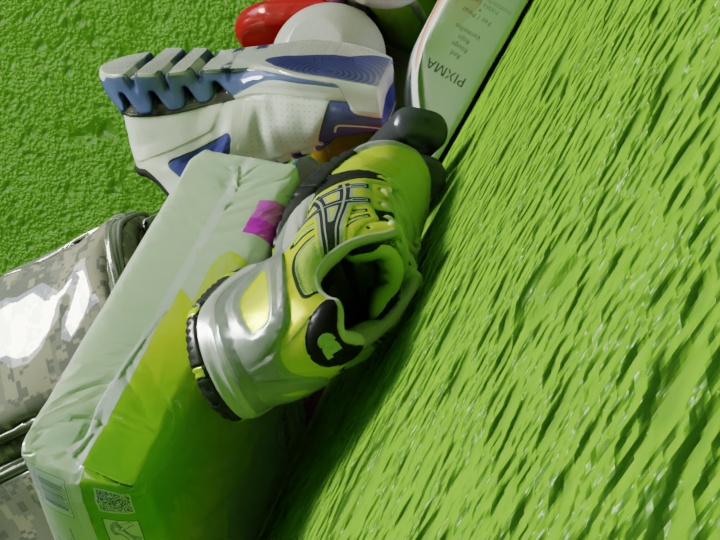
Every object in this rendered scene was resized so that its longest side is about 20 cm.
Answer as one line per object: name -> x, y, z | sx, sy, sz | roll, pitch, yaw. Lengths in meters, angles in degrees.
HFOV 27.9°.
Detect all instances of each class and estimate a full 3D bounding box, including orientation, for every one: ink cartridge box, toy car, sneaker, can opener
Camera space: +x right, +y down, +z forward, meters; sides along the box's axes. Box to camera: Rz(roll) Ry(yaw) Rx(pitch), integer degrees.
ink cartridge box -> 0.038, -0.109, 0.920 | 0.201, 0.050, 0.162 | -58, 4, 4
toy car -> -0.013, -0.183, 1.065 | 0.201, 0.149, 0.175 | -61, -22, -4
sneaker -> 0.000, 0.000, 0.657 | 0.076, 0.076, 0.200 | -14, 25, 31
can opener -> -0.018, -0.037, 0.833 | 0.200, 0.066, 0.054 | 140, 138, -61
sneaker -> -0.069, -0.085, 0.955 | 0.081, 0.197, 0.116 | -58, -34, -60

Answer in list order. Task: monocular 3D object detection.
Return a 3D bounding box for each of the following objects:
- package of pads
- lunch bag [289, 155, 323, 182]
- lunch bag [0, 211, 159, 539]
package of pads -> -0.079, 0.066, 0.697 | 0.155, 0.068, 0.201 | 84, -156, -45
lunch bag -> -0.065, 0.027, 1.010 | 0.201, 0.077, 0.161 | -64, 3, -30
lunch bag -> -0.172, 0.074, 0.854 | 0.199, 0.169, 0.139 | -25, -2, 18
